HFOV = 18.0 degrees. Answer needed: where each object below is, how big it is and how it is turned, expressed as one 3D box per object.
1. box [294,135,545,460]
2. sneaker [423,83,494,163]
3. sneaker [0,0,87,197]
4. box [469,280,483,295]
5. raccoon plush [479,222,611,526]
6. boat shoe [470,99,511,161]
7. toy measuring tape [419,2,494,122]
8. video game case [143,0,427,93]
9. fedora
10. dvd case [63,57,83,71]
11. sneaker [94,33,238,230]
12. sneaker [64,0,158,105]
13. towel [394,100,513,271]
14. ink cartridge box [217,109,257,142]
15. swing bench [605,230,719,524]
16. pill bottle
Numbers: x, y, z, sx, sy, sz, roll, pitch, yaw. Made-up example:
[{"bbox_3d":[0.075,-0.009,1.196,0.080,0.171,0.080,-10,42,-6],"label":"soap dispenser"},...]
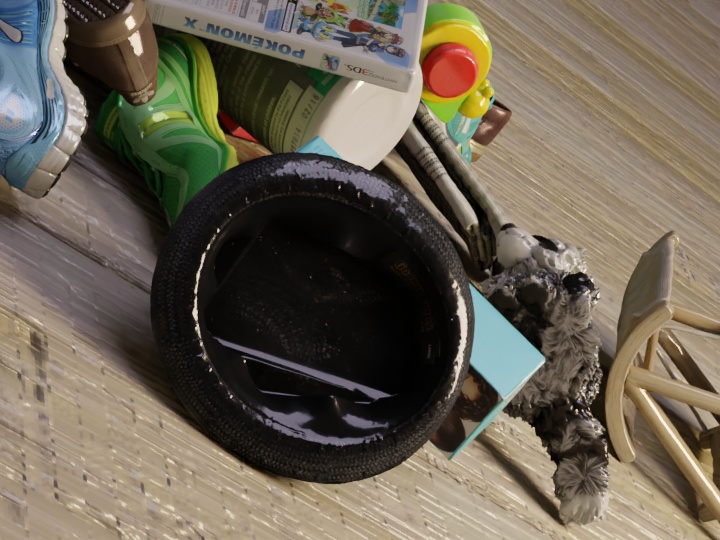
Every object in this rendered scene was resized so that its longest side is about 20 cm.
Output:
[{"bbox_3d":[0.014,0.017,1.409,0.200,0.082,0.049,45,49,7],"label":"box"},{"bbox_3d":[0.079,-0.127,1.891,0.078,0.080,0.200,51,-3,9],"label":"sneaker"},{"bbox_3d":[-0.223,-0.131,1.333,0.090,0.078,0.200,22,26,-35],"label":"sneaker"},{"bbox_3d":[0.000,0.000,1.557,0.161,0.049,0.200,43,19,6],"label":"box"},{"bbox_3d":[0.125,0.067,1.581,0.134,0.096,0.201,-47,134,-77],"label":"raccoon plush"},{"bbox_3d":[0.049,-0.186,2.007,0.200,0.072,0.072,43,19,1],"label":"boat shoe"},{"bbox_3d":[0.038,-0.181,1.634,0.200,0.073,0.074,45,15,-34],"label":"toy measuring tape"},{"bbox_3d":[-0.043,-0.203,1.523,0.182,0.022,0.200,15,38,-4],"label":"video game case"},{"bbox_3d":[-0.037,0.028,1.324,0.200,0.201,0.092,37,-14,-17],"label":"fedora"},{"bbox_3d":[-0.217,-0.207,1.605,0.150,0.025,0.200,18,31,-50],"label":"dvd case"},{"bbox_3d":[-0.128,-0.077,1.465,0.083,0.074,0.200,2,41,-19],"label":"sneaker"},{"bbox_3d":[-0.187,-0.168,1.460,0.200,0.070,0.076,50,-18,51],"label":"sneaker"},{"bbox_3d":[0.055,-0.075,1.744,0.200,0.034,0.193,53,-4,9],"label":"towel"},{"bbox_3d":[-0.075,-0.154,1.704,0.200,0.067,0.116,53,20,27],"label":"ink cartridge box"},{"bbox_3d":[0.275,0.096,1.784,0.200,0.130,0.199,36,20,-2],"label":"swing bench"},{"bbox_3d":[-0.063,-0.154,1.565,0.200,0.113,0.113,39,16,24],"label":"pill bottle"}]
